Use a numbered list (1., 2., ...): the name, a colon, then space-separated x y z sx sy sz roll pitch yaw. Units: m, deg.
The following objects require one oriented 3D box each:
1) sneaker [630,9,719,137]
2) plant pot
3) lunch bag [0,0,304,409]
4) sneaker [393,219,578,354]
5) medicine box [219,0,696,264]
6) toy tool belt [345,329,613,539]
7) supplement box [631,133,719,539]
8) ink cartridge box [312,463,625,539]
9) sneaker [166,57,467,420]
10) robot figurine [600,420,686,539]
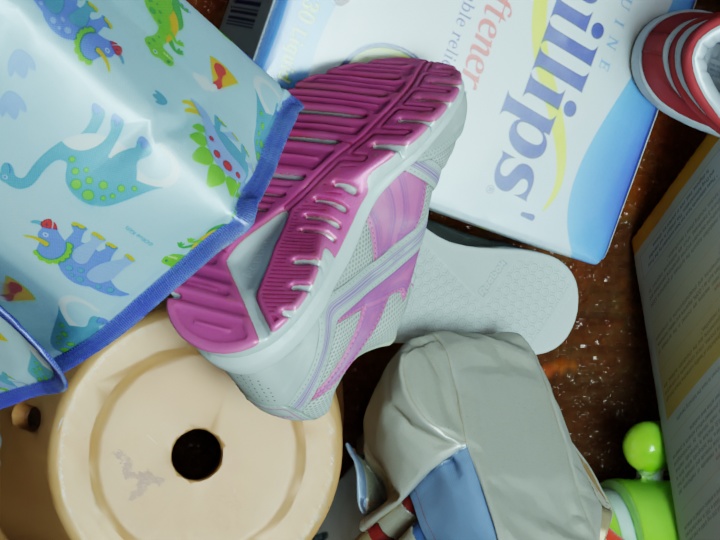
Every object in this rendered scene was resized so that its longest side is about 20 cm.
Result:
1. sneaker: 0.228 -0.070 1.260 0.200 0.112 0.071 17 92 -6
2. plant pot: -0.091 0.075 1.296 0.200 0.140 0.200 -2 98 -17
3. lunch bag: -0.156 -0.044 1.161 0.170 0.127 0.200 44 124 -15
4. sneaker: 0.000 0.000 1.324 0.200 0.099 0.071 14 86 -35
5. medicine box: 0.044 -0.122 1.329 0.200 0.103 0.182 18 92 -17
6. toy tool belt: 0.052 0.134 1.264 0.125 0.123 0.200 3 53 -32
7. supplement box: 0.200 0.040 1.336 0.073 0.126 0.200 5 58 -17
8. ink cartridge box: 0.033 0.177 1.330 0.200 0.174 0.044 -50 141 -2
9. sneaker: -0.012 -0.014 1.218 0.200 0.081 0.088 -54 143 -31
10. robot figurine: 0.159 0.165 1.393 0.200 0.116 0.176 2 90 -15
